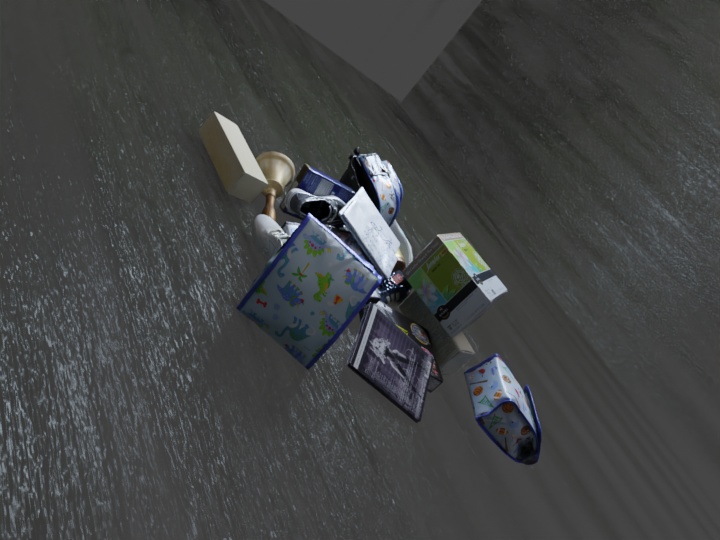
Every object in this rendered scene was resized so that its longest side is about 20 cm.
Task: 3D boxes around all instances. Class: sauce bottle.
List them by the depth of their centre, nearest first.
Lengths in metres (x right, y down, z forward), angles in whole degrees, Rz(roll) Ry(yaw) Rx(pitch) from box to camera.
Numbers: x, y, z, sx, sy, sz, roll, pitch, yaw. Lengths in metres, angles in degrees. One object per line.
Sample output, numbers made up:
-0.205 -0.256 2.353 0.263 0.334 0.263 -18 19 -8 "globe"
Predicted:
0.070 -0.070 1.513 0.065 0.066 0.203 26 28 -37 "sauce bottle"

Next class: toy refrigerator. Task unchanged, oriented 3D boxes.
-0.286 -0.249 1.188 0.075 0.070 0.203 20 35 -56 "toy refrigerator"

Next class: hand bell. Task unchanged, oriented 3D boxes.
-0.199 -0.157 1.193 0.103 0.103 0.205 29 40 -32 "hand bell"

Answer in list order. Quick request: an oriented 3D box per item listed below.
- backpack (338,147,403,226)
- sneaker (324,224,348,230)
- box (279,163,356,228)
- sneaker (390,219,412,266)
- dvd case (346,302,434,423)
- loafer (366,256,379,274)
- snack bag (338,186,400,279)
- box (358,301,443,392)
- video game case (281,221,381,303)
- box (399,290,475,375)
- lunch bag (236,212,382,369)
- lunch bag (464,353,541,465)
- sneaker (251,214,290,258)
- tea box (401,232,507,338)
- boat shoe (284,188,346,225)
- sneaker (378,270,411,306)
0.028 -0.201 1.480 0.149 0.201 0.195 -8 62 -27 "backpack"
-0.060 -0.073 1.313 0.197 0.077 0.115 23 15 -37 "sneaker"
-0.092 -0.168 1.316 0.197 0.123 0.033 21 20 -45 "box"
0.118 -0.065 1.577 0.082 0.072 0.205 44 26 -51 "sneaker"
0.065 0.182 1.065 0.199 0.016 0.151 42 45 -21 "dvd case"
0.000 0.000 1.263 0.195 0.073 0.064 7 41 -40 "loafer"
0.032 -0.095 1.291 0.191 0.021 0.201 54 27 -11 "snack bag"
0.087 0.160 1.185 0.197 0.044 0.163 33 27 -28 "box"
-0.062 -0.016 1.153 0.195 0.026 0.185 6 52 -37 "video game case"
0.185 0.145 1.319 0.077 0.095 0.203 17 37 -47 "box"
-0.083 0.028 0.910 0.169 0.201 0.128 38 24 -10 "lunch bag"
0.349 0.332 1.268 0.202 0.122 0.172 52 20 -21 "lunch bag"
-0.152 -0.045 1.045 0.069 0.081 0.202 -16 58 -31 "sneaker"
0.230 0.028 1.298 0.198 0.134 0.199 50 23 13 "tea box"
-0.086 -0.141 1.255 0.067 0.074 0.197 34 13 37 "boat shoe"
0.067 0.040 1.297 0.076 0.085 0.198 51 24 17 "sneaker"
